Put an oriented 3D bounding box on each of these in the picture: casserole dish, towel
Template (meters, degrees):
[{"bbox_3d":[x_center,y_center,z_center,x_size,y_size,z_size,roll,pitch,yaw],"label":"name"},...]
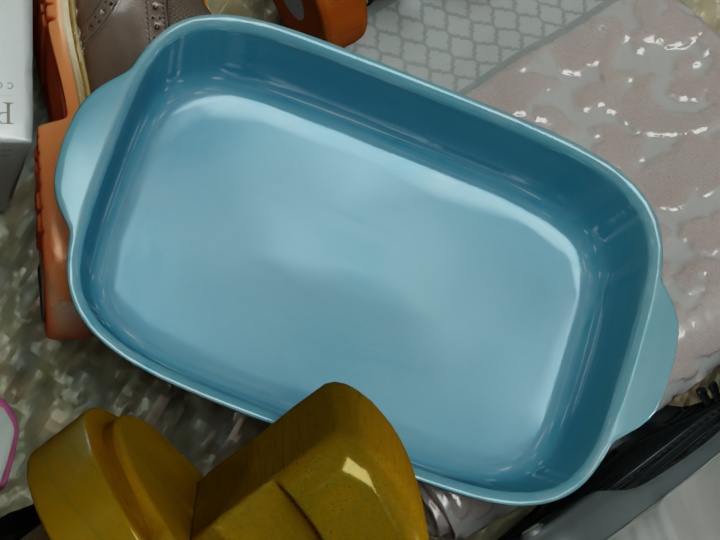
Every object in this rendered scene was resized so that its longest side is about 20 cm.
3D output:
[{"bbox_3d":[0.000,0.000,0.853,0.200,0.039,0.121,21,72,-8],"label":"casserole dish"},{"bbox_3d":[0.051,-0.029,0.938,0.200,0.032,0.191,-32,66,-20],"label":"towel"}]

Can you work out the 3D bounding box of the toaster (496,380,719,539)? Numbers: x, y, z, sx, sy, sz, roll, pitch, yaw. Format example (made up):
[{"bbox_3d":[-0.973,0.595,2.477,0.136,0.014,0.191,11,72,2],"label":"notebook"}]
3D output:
[{"bbox_3d":[0.109,0.116,0.902,0.200,0.114,0.129,-32,91,-43],"label":"toaster"}]

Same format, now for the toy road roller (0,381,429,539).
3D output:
[{"bbox_3d":[-0.023,0.124,0.781,0.146,0.123,0.200,-38,99,6],"label":"toy road roller"}]

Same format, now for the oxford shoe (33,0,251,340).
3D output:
[{"bbox_3d":[-0.072,-0.074,0.910,0.073,0.071,0.200,-1,74,-7],"label":"oxford shoe"}]

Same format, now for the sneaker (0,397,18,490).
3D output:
[{"bbox_3d":[-0.189,0.101,0.848,0.087,0.074,0.200,42,72,-6],"label":"sneaker"}]

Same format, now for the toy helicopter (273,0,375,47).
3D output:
[{"bbox_3d":[-0.025,-0.180,0.935,0.079,0.132,0.200,-27,60,-16],"label":"toy helicopter"}]

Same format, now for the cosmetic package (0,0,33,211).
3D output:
[{"bbox_3d":[-0.163,-0.126,0.906,0.108,0.085,0.200,0,75,-14],"label":"cosmetic package"}]
